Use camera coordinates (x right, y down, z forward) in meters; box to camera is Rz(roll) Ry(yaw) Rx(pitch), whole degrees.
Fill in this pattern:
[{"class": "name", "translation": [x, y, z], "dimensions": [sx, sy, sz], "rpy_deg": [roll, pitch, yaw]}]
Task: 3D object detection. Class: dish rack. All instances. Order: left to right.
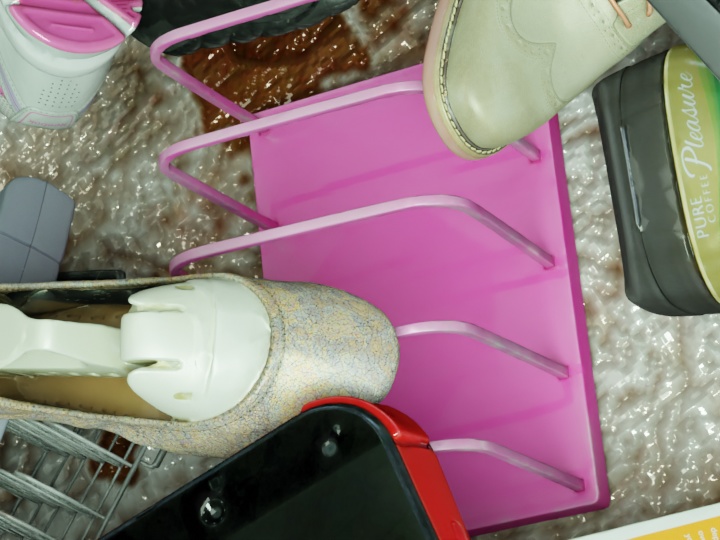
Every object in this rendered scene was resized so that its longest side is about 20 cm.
[{"class": "dish rack", "translation": [-0.142, 0.099, 1.065], "dimensions": [0.201, 0.054, 0.153], "rpy_deg": [-63, 18, -12]}]

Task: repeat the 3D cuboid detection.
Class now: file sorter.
[{"class": "file sorter", "translation": [0.000, 0.000, 1.025], "dimensions": [0.138, 0.125, 0.201], "rpy_deg": [-14, 70, 24]}]

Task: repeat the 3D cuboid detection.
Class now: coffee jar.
[{"class": "coffee jar", "translation": [0.187, -0.048, 0.960], "dimensions": [0.199, 0.085, 0.105], "rpy_deg": [-13, 77, 24]}]

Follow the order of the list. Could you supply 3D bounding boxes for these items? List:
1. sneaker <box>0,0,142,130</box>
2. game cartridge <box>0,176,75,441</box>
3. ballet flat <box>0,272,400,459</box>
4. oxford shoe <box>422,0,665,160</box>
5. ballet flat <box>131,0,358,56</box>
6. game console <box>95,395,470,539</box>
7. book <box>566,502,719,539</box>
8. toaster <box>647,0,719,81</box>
[{"class": "sneaker", "translation": [-0.156, -0.142, 1.170], "dimensions": [0.201, 0.081, 0.088], "rpy_deg": [-104, 29, -41]}, {"class": "game cartridge", "translation": [-0.180, 0.060, 1.088], "dimensions": [0.133, 0.040, 0.201], "rpy_deg": [-32, 34, 49]}, {"class": "ballet flat", "translation": [-0.085, 0.032, 0.949], "dimensions": [0.199, 0.067, 0.068], "rpy_deg": [-3, 74, 27]}, {"class": "oxford shoe", "translation": [0.096, -0.119, 0.986], "dimensions": [0.074, 0.071, 0.200], "rpy_deg": [2, 46, 49]}, {"class": "ballet flat", "translation": [-0.050, -0.124, 1.104], "dimensions": [0.200, 0.057, 0.067], "rpy_deg": [9, 101, 56]}, {"class": "game console", "translation": [-0.040, 0.154, 0.886], "dimensions": [0.200, 0.031, 0.177], "rpy_deg": [-33, 61, 15]}, {"class": "book", "translation": [0.120, 0.153, 0.903], "dimensions": [0.199, 0.048, 0.134], "rpy_deg": [-11, 69, -14]}, {"class": "toaster", "translation": [0.187, -0.175, 0.863], "dimensions": [0.119, 0.181, 0.200], "rpy_deg": [44, 56, 6]}]
